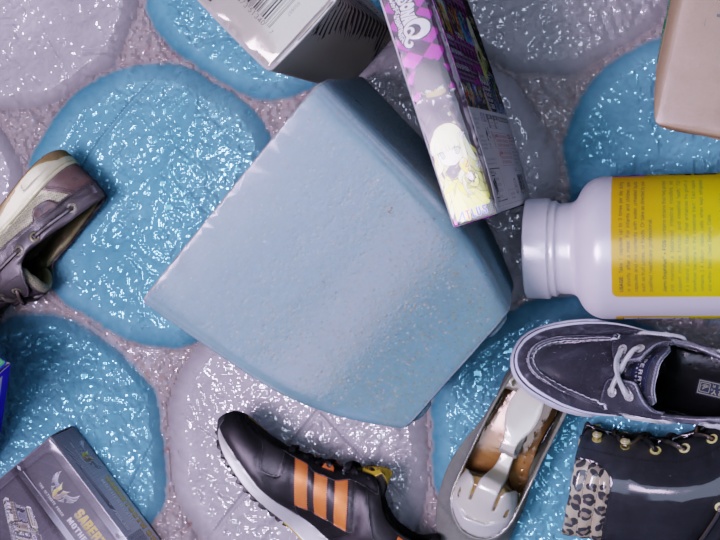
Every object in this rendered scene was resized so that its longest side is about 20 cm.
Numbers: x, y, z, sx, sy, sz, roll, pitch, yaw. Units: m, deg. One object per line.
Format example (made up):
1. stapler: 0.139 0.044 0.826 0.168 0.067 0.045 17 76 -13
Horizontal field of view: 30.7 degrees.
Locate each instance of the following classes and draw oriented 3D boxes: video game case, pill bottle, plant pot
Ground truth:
1. video game case: 0.068 -0.124 0.915 0.036 0.200 0.182 -17 91 14
2. pill bottle: 0.218 -0.017 0.938 0.200 0.104 0.105 -1 95 13
3. plant pot: 0.000 0.000 0.952 0.200 0.196 0.196 41 102 1

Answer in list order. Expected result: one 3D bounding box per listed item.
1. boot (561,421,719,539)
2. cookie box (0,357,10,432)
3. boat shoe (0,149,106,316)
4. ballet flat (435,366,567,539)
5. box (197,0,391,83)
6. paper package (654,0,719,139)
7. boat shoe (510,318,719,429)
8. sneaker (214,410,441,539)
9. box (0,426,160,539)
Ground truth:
1. boot: 0.239 0.125 0.964 0.153 0.073 0.204 13 96 15
2. cookie box: -0.386 0.078 1.059 0.200 0.075 0.171 36 142 7
3. boat shoe: -0.282 -0.003 1.071 0.065 0.073 0.200 38 102 13
4. ballet flat: 0.106 0.143 0.999 0.067 0.064 0.200 26 100 10
5. box: -0.041 -0.183 0.934 0.082 0.200 0.068 46 103 5
6. paper package: 0.310 -0.182 0.904 0.190 0.103 0.200 11 98 13
7. boat shoe: 0.198 0.074 0.908 0.200 0.068 0.072 13 83 19
8. sneaker: -0.023 0.170 1.033 0.090 0.070 0.200 -44 88 7
9. box: -0.246 0.257 1.098 0.158 0.048 0.200 -40 85 12
